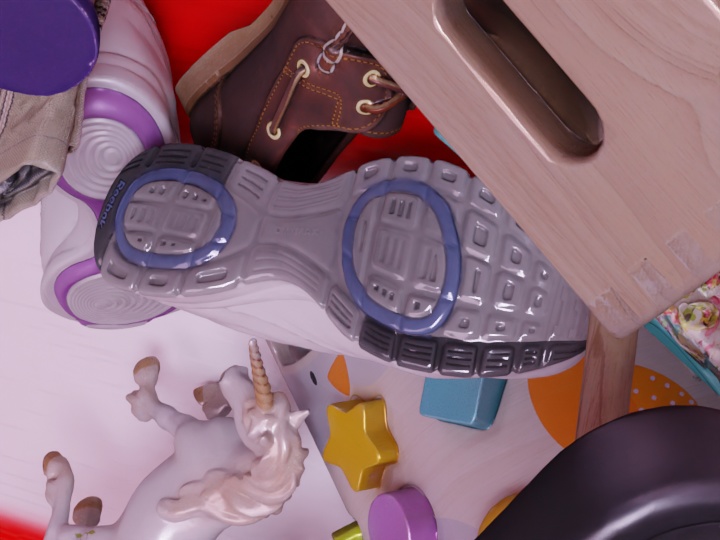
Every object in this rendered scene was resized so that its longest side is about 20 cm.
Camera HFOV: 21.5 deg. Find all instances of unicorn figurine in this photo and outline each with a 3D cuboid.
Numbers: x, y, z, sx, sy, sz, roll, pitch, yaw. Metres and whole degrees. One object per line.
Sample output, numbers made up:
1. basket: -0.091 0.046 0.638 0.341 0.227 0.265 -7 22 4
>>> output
1. unicorn figurine: -0.082 0.094 0.836 0.201 0.074 0.137 -62 31 14

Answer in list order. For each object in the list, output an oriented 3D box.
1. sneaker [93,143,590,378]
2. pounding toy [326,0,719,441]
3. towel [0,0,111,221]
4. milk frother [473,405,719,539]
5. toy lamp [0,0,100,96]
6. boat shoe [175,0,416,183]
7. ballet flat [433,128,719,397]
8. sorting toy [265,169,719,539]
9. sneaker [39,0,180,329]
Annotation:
1. sneaker: 0.000 0.000 0.707 0.199 0.075 0.087 14 168 29
2. pounding toy: 0.087 -0.063 0.574 0.200 0.184 0.142 50 135 1
3. towel: -0.151 -0.086 0.763 0.034 0.201 0.192 31 145 -33
4. milk frother: 0.109 0.157 0.502 0.188 0.180 0.200 -45 49 17
5. toy lamp: -0.094 -0.146 0.660 0.058 0.201 0.058 6 136 6
6. boat shoe: -0.001 -0.081 0.708 0.200 0.070 0.071 -40 69 54
7. ballet flat: 0.111 -0.011 0.676 0.200 0.076 0.064 44 101 0
8. sorting toy: 0.024 0.060 0.783 0.180 0.106 0.200 55 138 24
9. sneaker: -0.103 -0.047 0.825 0.074 0.100 0.200 0 147 -7
